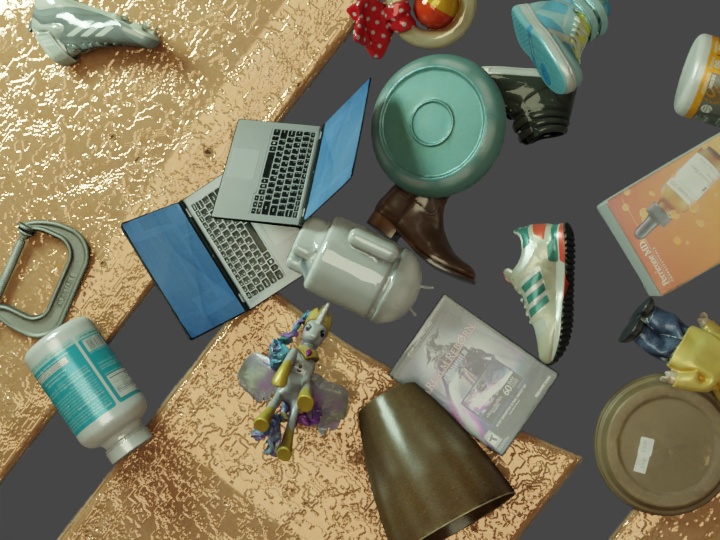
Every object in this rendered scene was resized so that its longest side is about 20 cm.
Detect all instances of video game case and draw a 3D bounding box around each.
[{"bbox_3d":[0.160,0.148,1.681,0.200,0.019,0.143,35,92,4],"label":"video game case"}]

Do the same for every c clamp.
[{"bbox_3d":[-0.497,0.010,1.734,0.170,0.027,0.201,30,92,5],"label":"c clamp"}]

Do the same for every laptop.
[{"bbox_3d":[-0.094,-0.167,1.616,0.199,0.116,0.188,6,53,6],"label":"laptop"},{"bbox_3d":[-0.192,-0.036,1.657,0.200,0.116,0.188,-33,87,4],"label":"laptop"}]

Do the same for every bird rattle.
[{"bbox_3d":[0.083,-0.378,1.658,0.163,0.113,0.201,27,95,-12],"label":"bird rattle"}]

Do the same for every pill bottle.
[{"bbox_3d":[-0.379,0.174,1.680,0.111,0.111,0.200,-35,86,4],"label":"pill bottle"},{"bbox_3d":[0.538,-0.241,1.605,0.199,0.116,0.117,17,91,5],"label":"pill bottle"}]

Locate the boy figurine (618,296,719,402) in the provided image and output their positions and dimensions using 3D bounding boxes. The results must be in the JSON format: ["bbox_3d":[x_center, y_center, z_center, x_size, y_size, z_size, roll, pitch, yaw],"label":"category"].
[{"bbox_3d":[0.463,0.116,1.631,0.199,0.064,0.125,32,65,1],"label":"boy figurine"}]

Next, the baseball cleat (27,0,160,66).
[{"bbox_3d":[-0.388,-0.336,1.718,0.199,0.070,0.107,23,98,14],"label":"baseball cleat"}]

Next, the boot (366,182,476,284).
[{"bbox_3d":[0.132,-0.104,1.667,0.186,0.064,0.200,34,88,7],"label":"boot"}]

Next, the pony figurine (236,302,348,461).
[{"bbox_3d":[-0.089,0.160,1.613,0.166,0.200,0.194,21,126,-2],"label":"pony figurine"}]

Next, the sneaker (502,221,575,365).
[{"bbox_3d":[0.248,0.031,1.659,0.093,0.070,0.201,3,91,23],"label":"sneaker"}]

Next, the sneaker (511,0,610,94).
[{"bbox_3d":[0.293,-0.320,1.604,0.130,0.200,0.080,-18,133,-2],"label":"sneaker"}]

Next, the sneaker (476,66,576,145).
[{"bbox_3d":[0.206,-0.228,1.654,0.199,0.071,0.100,2,84,1],"label":"sneaker"}]

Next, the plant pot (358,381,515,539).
[{"bbox_3d":[0.082,0.262,1.620,0.186,0.187,0.201,-31,72,4],"label":"plant pot"}]

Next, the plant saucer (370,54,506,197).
[{"bbox_3d":[0.102,-0.202,1.630,0.199,0.027,0.201,-2,85,23],"label":"plant saucer"}]

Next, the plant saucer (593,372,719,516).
[{"bbox_3d":[0.427,0.245,1.651,0.199,0.029,0.201,0,90,5],"label":"plant saucer"}]

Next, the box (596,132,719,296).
[{"bbox_3d":[0.451,-0.077,1.614,0.199,0.106,0.153,-31,87,3],"label":"box"}]

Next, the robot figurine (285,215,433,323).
[{"bbox_3d":[0.000,0.000,1.628,0.199,0.170,0.113,26,62,-3],"label":"robot figurine"}]
